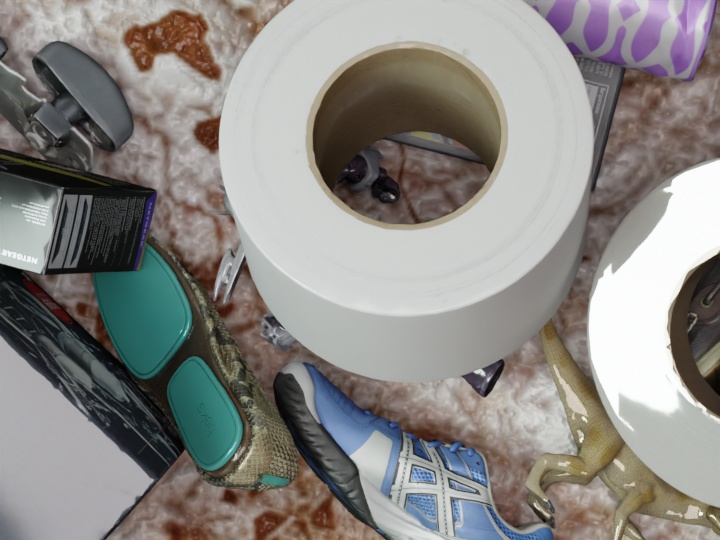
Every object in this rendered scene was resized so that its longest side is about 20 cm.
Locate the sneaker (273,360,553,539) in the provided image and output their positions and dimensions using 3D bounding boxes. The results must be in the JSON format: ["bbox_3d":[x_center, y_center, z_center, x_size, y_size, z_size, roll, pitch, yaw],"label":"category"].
[{"bbox_3d":[0.029,0.122,1.720,0.077,0.076,0.200,-45,98,-6],"label":"sneaker"}]

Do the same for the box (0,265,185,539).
[{"bbox_3d":[-0.201,0.080,1.660,0.182,0.200,0.104,44,95,-1],"label":"box"}]

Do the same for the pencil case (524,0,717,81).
[{"bbox_3d":[0.110,-0.169,1.662,0.200,0.084,0.086,17,64,1],"label":"pencil case"}]

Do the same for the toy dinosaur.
[{"bbox_3d":[0.141,0.106,1.724,0.101,0.058,0.200,-43,96,-10],"label":"toy dinosaur"}]

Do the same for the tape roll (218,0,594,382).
[{"bbox_3d":[0.027,-0.051,1.611,0.202,0.139,0.203,-1,73,3],"label":"tape roll"}]

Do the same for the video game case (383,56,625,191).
[{"bbox_3d":[0.074,-0.165,1.714,0.180,0.026,0.200,14,95,2],"label":"video game case"}]

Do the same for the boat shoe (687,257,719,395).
[{"bbox_3d":[0.215,0.019,1.696,0.200,0.073,0.065,-41,74,-11],"label":"boat shoe"}]

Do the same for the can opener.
[{"bbox_3d":[-0.220,-0.137,1.729,0.200,0.053,0.067,46,63,0],"label":"can opener"}]

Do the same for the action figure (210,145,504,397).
[{"bbox_3d":[0.000,0.000,1.711,0.200,0.069,0.130,29,102,8],"label":"action figure"}]

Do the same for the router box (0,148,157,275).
[{"bbox_3d":[-0.235,-0.046,1.655,0.200,0.157,0.052,15,95,15],"label":"router box"}]

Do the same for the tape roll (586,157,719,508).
[{"bbox_3d":[0.223,0.033,1.600,0.202,0.037,0.203,3,98,24],"label":"tape roll"}]

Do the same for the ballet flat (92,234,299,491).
[{"bbox_3d":[-0.093,0.058,1.704,0.068,0.075,0.200,-48,50,16],"label":"ballet flat"}]
